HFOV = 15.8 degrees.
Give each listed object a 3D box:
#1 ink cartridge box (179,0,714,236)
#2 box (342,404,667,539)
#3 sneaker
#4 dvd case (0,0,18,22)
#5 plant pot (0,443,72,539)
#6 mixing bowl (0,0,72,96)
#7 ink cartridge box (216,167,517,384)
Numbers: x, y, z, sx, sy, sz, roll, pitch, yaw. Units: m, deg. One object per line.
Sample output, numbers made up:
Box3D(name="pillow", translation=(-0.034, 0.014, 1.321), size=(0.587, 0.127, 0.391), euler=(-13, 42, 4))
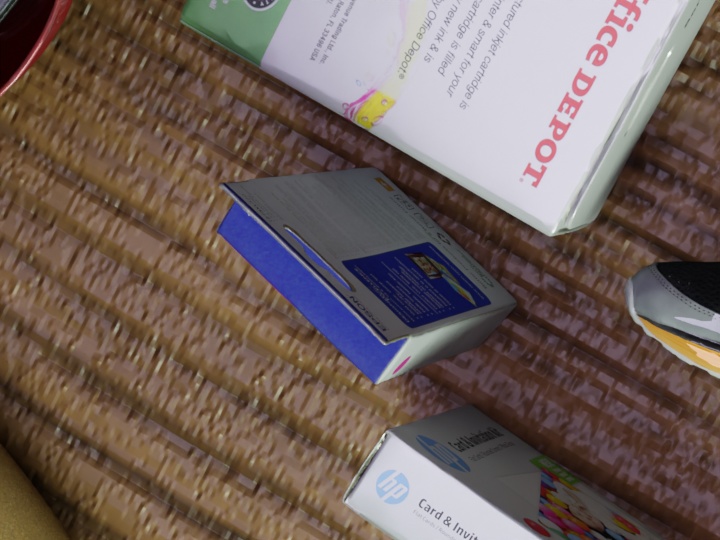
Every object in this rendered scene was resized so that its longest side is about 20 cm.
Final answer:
Box3D(name="ink cartridge box", translation=(0.045, -0.126, 1.145), size=(0.200, 0.084, 0.145), euler=(31, 101, 13))
Box3D(name="box", translation=(0.101, 0.133, 1.107), size=(0.200, 0.156, 0.041), euler=(33, 99, 13))
Box3D(name="sneaker", translation=(0.213, 0.009, 1.105), size=(0.200, 0.078, 0.077), euler=(4, 108, 6))
Box3D(name="dvd case", translation=(-0.209, -0.142, 1.075), size=(0.143, 0.018, 0.200), euler=(39, 94, -4))
Box3D(name="plant pot", translation=(-0.221, 0.132, 1.204), size=(0.200, 0.186, 0.187), euler=(37, 103, -2))
Box3D(name="mixing bowl", translation=(-0.204, -0.157, 1.205), size=(0.200, 0.108, 0.201), euler=(1, 94, 17))
Box3D(name="ink cartridge box", translation=(0.000, 0.000, 1.106), size=(0.095, 0.200, 0.037), euler=(44, 103, 11))
